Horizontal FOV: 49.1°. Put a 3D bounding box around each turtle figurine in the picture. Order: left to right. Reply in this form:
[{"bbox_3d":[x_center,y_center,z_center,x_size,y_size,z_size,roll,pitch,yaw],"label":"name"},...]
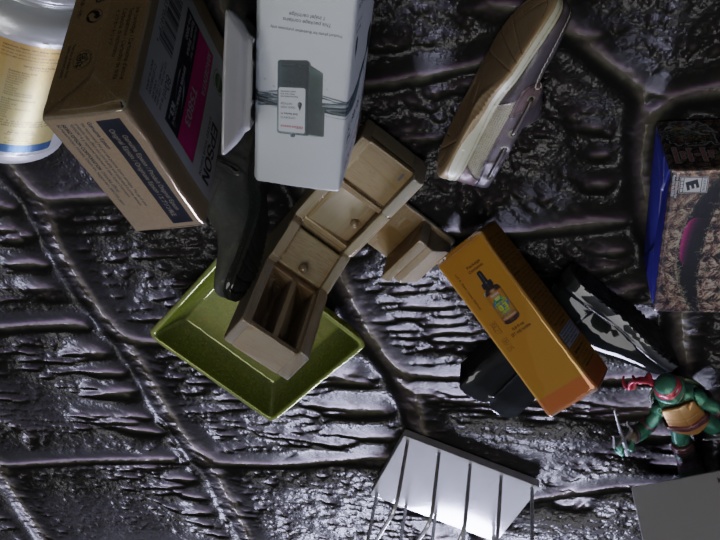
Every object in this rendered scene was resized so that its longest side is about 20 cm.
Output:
[{"bbox_3d":[0.376,0.175,0.904,0.149,0.101,0.200,-15,138,38],"label":"turtle figurine"}]

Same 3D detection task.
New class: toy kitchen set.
[{"bbox_3d":[0.000,0.000,0.805,0.163,0.181,0.200,34,126,-15],"label":"toy kitchen set"}]

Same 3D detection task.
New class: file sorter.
[{"bbox_3d":[0.120,0.335,1.057,0.198,0.125,0.140,21,128,-4],"label":"file sorter"}]

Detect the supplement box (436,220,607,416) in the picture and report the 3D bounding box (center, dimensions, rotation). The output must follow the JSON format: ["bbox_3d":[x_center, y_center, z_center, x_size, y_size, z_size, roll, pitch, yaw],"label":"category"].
[{"bbox_3d":[0.170,0.048,0.829,0.066,0.069,0.201,-39,87,32],"label":"supplement box"}]

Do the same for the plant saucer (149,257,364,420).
[{"bbox_3d":[-0.124,0.069,0.964,0.199,0.048,0.199,38,124,-16],"label":"plant saucer"}]

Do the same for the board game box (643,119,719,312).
[{"bbox_3d":[0.379,-0.050,0.740,0.198,0.097,0.161,0,125,12],"label":"board game box"}]

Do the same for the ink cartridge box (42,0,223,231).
[{"bbox_3d":[-0.182,-0.162,0.686,0.074,0.202,0.165,-4,152,12],"label":"ink cartridge box"}]

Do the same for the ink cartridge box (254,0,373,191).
[{"bbox_3d":[-0.038,-0.193,0.696,0.082,0.147,0.201,10,128,3],"label":"ink cartridge box"}]

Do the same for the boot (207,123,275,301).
[{"bbox_3d":[-0.158,-0.071,0.800,0.129,0.202,0.068,8,162,4],"label":"boot"}]

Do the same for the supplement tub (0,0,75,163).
[{"bbox_3d":[-0.327,-0.218,0.739,0.144,0.145,0.201,29,126,-10],"label":"supplement tub"}]

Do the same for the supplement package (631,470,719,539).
[{"bbox_3d":[0.421,0.336,0.956,0.119,0.122,0.200,-18,142,23],"label":"supplement package"}]

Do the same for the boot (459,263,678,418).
[{"bbox_3d":[0.231,0.110,0.902,0.164,0.066,0.200,39,119,-2],"label":"boot"}]

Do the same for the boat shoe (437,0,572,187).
[{"bbox_3d":[0.140,-0.161,0.732,0.064,0.072,0.201,18,125,-17],"label":"boat shoe"}]

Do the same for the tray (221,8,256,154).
[{"bbox_3d":[-0.100,-0.166,0.685,0.022,0.200,0.109,2,106,-5],"label":"tray"}]
